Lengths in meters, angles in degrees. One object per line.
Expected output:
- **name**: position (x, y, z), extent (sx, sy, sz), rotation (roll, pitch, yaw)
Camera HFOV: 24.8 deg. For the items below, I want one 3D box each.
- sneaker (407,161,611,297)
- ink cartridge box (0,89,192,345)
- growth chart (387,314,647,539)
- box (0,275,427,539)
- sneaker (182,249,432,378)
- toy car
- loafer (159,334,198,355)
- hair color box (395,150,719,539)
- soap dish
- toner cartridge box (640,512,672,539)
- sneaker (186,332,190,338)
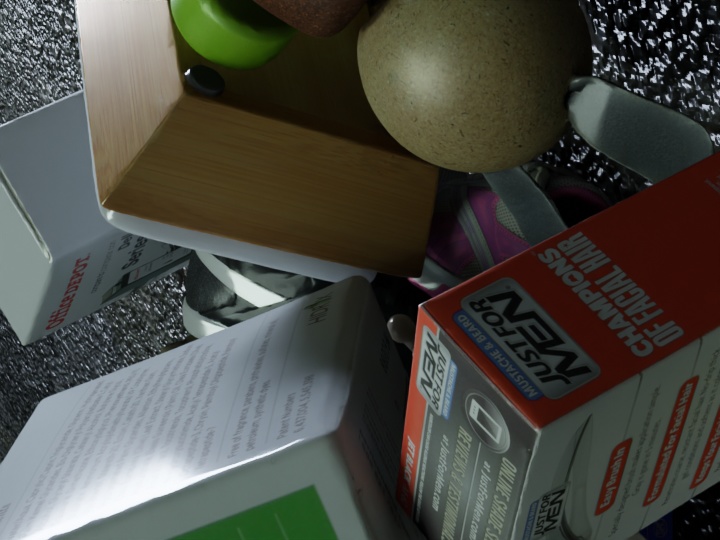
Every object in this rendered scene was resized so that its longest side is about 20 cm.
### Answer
- **sneaker**: position (0.077, -0.010, 0.755), extent (0.088, 0.081, 0.200), rotation (-56, 35, 13)
- **ink cartridge box**: position (-0.120, -0.053, 0.937), extent (0.084, 0.200, 0.146), rotation (57, 155, 9)
- **growth chart**: position (0.093, 0.098, 0.690), extent (0.145, 0.018, 0.200), rotation (44, 179, -30)
- **box**: position (-0.041, 0.142, 0.664), extent (0.200, 0.171, 0.200), rotation (-76, -36, -74)
- **sneaker**: position (0.000, 0.000, 0.828), extent (0.199, 0.073, 0.112), rotation (14, 116, 18)
- **toy car**: position (0.050, -0.100, 0.641), extent (0.200, 0.158, 0.164), rotation (52, 144, 2)
- **loafer**: position (-0.031, 0.063, 0.902), extent (0.200, 0.067, 0.076), rotation (19, 143, 41)
- **hair color box**: position (0.112, 0.024, 0.565), extent (0.064, 0.199, 0.111), rotation (47, 150, 31)
- **soap dish**: position (-0.050, -0.095, 0.761), extent (0.081, 0.157, 0.201), rotation (-54, 35, 36)
- **toner cartridge box**: position (0.107, 0.188, 0.806), extent (0.095, 0.043, 0.201), rotation (-7, 81, 54)
- **sneaker**: position (-0.037, 0.008, 1.000), extent (0.074, 0.080, 0.200), rotation (57, 136, 15)
